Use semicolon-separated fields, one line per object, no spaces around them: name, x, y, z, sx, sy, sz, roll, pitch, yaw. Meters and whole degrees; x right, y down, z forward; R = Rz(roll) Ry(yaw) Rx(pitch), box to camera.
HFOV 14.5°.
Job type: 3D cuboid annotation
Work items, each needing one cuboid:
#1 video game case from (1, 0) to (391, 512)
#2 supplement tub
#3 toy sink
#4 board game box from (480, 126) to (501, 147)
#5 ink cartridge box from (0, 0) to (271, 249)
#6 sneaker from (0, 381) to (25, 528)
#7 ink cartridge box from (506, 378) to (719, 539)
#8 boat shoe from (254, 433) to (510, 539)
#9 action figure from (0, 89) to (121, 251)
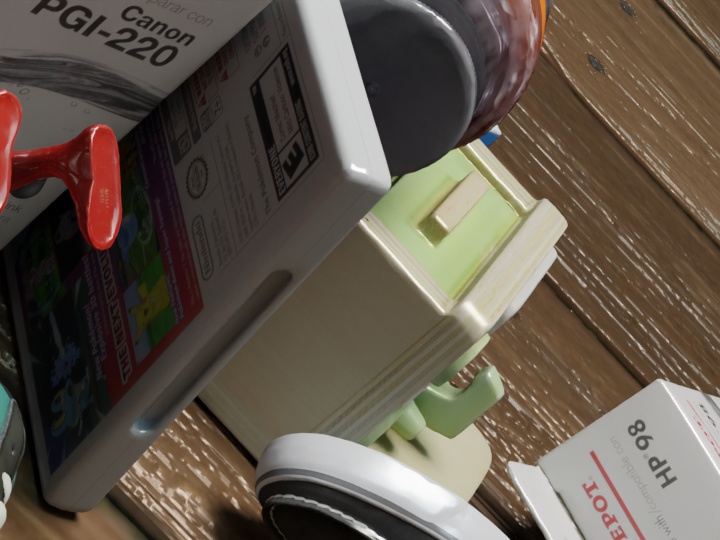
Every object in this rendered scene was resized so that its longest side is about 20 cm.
video game case;-0.068;-0.047;0.981;0.023;0.182;0.201;18;40;-34
supplement tub;0.020;-0.110;1.044;0.107;0.107;0.200;42;29;-14
toy sink;0.000;0.000;1.097;0.200;0.112;0.130;48;28;-2
board game box;-0.049;-0.143;1.264;0.200;0.056;0.196;18;41;-45
ink cartridge box;-0.133;-0.096;0.928;0.145;0.200;0.085;21;39;-41
sneaker;-0.134;0.070;0.859;0.080;0.071;0.201;22;37;-35
ink cartridge box;0.142;0.114;1.163;0.116;0.067;0.200;59;15;17
boat shoe;0.033;0.141;1.031;0.200;0.070;0.066;44;51;-20
action figure;-0.161;0.012;0.802;0.065;0.199;0.100;21;69;-47
